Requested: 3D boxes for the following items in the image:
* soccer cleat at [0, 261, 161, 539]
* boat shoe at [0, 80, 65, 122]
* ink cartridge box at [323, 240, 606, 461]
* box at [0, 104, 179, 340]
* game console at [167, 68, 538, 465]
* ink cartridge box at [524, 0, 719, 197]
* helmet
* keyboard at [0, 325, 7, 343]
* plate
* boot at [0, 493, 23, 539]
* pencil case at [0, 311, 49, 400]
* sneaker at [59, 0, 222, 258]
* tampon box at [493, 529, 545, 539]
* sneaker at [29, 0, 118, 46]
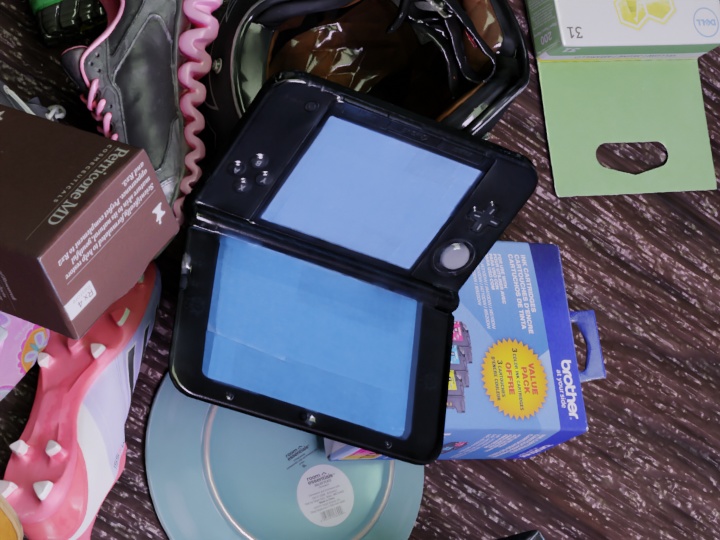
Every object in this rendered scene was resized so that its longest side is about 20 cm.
[{"bbox_3d":[-0.168,0.082,1.581,0.076,0.067,0.200,56,43,-48],"label":"soccer cleat"},{"bbox_3d":[-0.210,-0.092,1.587,0.200,0.073,0.063,44,65,-7],"label":"boat shoe"},{"bbox_3d":[0.069,0.052,1.673,0.200,0.076,0.137,3,71,-35],"label":"ink cartridge box"},{"bbox_3d":[-0.218,-0.039,1.497,0.100,0.200,0.075,-50,141,-29],"label":"box"},{"bbox_3d":[0.000,0.000,1.526,0.200,0.176,0.116,19,32,-30],"label":"game console"},{"bbox_3d":[0.194,-0.158,1.814,0.145,0.048,0.200,-3,77,-27],"label":"ink cartridge box"},{"bbox_3d":[-0.006,-0.127,1.628,0.200,0.191,0.200,43,26,-28],"label":"helmet"},{"bbox_3d":[-0.305,0.007,1.500,0.200,0.011,0.056,31,58,15],"label":"keyboard"},{"bbox_3d":[-0.043,0.122,1.645,0.200,0.026,0.200,7,74,-25],"label":"plate"},{"bbox_3d":[-0.258,0.194,1.458,0.144,0.071,0.201,-48,136,-24],"label":"boot"},{"bbox_3d":[-0.274,0.076,1.513,0.087,0.087,0.200,46,63,-10],"label":"pencil case"},{"bbox_3d":[-0.144,-0.105,1.568,0.095,0.079,0.200,10,76,-20],"label":"sneaker"},{"bbox_3d":[0.060,0.267,1.563,0.126,0.200,0.150,-36,94,-28],"label":"tampon box"},{"bbox_3d":[-0.131,-0.219,1.651,0.200,0.078,0.085,-23,88,-28],"label":"sneaker"}]
